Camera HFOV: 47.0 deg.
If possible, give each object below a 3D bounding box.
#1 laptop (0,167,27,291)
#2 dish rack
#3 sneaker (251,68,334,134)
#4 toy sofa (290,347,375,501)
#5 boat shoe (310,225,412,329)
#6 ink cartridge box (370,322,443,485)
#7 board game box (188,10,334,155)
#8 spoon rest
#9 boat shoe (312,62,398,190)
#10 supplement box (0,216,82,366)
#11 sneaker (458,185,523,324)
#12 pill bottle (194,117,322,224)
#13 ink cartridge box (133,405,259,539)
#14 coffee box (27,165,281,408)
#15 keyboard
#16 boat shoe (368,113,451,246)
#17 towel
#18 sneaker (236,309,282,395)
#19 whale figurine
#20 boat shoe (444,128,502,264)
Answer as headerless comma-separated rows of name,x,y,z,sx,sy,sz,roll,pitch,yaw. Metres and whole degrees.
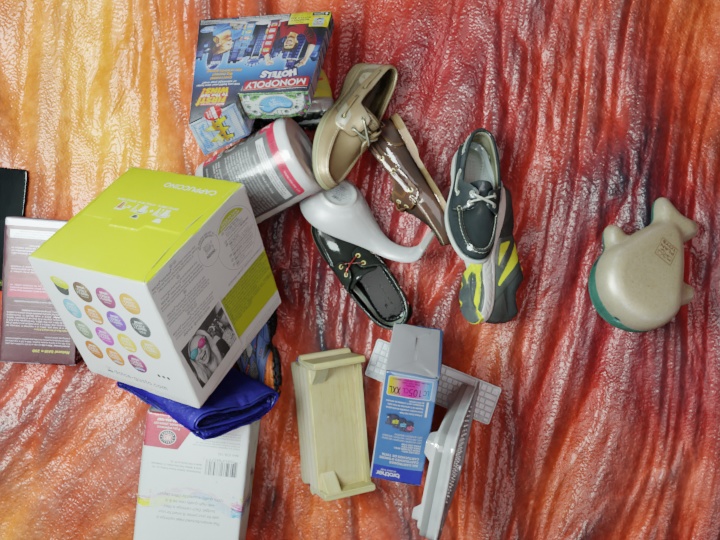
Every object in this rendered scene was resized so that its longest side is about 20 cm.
laptop,-0.588,-0.066,1.157,0.196,0.103,0.181,7,94,0
dish rack,0.115,0.253,1.118,0.043,0.200,0.175,13,110,14
sneaker,-0.132,-0.243,1.167,0.196,0.078,0.092,-4,78,-1
toy sofa,-0.039,0.218,1.191,0.081,0.097,0.204,-6,93,-24
boat shoe,0.002,-0.002,1.180,0.073,0.063,0.202,-38,91,5
ink cartridge box,0.062,0.194,1.133,0.075,0.137,0.203,11,115,3
board game box,-0.142,-0.246,1.090,0.196,0.062,0.203,2,57,17
spoon rest,0.004,-0.067,1.162,0.198,0.061,0.100,29,52,11
boat shoe,-0.006,-0.201,1.124,0.064,0.071,0.203,6,66,36
supplement box,-0.448,0.029,1.179,0.107,0.061,0.204,4,93,-6
sneaker,0.192,-0.020,1.183,0.083,0.074,0.204,14,83,-32
pill bottle,-0.158,-0.118,1.140,0.198,0.111,0.112,-26,93,16
ink cartridge box,-0.223,0.288,1.154,0.142,0.145,0.204,8,92,-2
coffee box,-0.249,0.012,1.044,0.197,0.201,0.200,10,134,29
keyboard,0.107,0.163,1.213,0.197,0.011,0.057,22,93,-1
boat shoe,0.069,-0.118,1.170,0.070,0.070,0.202,-29,84,-4
towel,-0.225,0.158,1.108,0.198,0.146,0.050,24,110,36
sneaker,-0.160,0.091,1.181,0.077,0.075,0.204,-4,92,4
whale figurine,0.400,-0.005,1.173,0.158,0.104,0.201,36,68,-2
boat shoe,0.156,-0.105,1.120,0.074,0.061,0.203,8,56,-15
